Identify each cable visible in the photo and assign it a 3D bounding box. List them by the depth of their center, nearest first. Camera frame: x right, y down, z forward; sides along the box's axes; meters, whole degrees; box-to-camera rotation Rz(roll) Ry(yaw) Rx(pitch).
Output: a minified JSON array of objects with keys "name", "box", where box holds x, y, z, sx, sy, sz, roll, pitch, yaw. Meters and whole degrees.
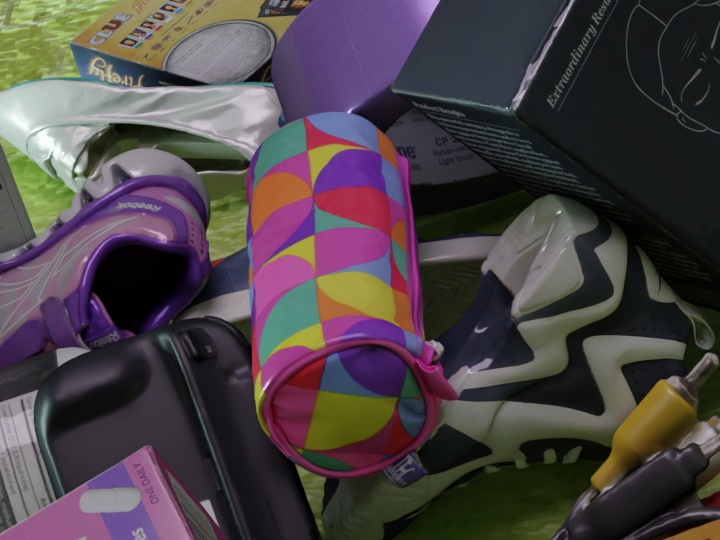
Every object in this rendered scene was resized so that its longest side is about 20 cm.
[{"name":"cable","box":[0.100,0.126,1.286,0.200,0.097,0.050,-33,-6,8]}]

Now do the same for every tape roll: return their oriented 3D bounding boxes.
[{"name":"tape roll","box":[0.059,-0.101,1.452,0.199,0.200,0.066,-19,70,-2]}]

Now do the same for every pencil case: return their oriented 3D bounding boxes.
[{"name":"pencil case","box":[-0.007,0.010,1.315,0.088,0.089,0.200,-15,36,3]}]

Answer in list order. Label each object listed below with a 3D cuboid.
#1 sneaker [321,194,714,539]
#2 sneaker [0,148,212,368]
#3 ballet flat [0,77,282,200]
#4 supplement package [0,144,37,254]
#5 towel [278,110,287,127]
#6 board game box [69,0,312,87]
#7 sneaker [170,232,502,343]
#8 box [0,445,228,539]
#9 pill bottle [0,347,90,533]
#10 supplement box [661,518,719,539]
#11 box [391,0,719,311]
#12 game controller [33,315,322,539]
[{"name":"sneaker","box":[0.081,0.072,1.335,0.199,0.129,0.080,-54,24,13]},{"name":"sneaker","box":[-0.149,0.028,1.434,0.200,0.081,0.089,-41,34,3]},{"name":"ballet flat","box":[-0.123,-0.069,1.606,0.199,0.070,0.070,1,41,21]},{"name":"supplement package","box":[-0.238,-0.034,1.485,0.117,0.201,0.117,-25,37,-10]},{"name":"towel","box":[0.056,-0.133,1.493,0.146,0.200,0.024,-9,65,-33]},{"name":"board game box","box":[-0.055,-0.162,1.713,0.135,0.035,0.200,19,50,38]},{"name":"sneaker","box":[0.000,0.000,1.452,0.199,0.075,0.085,-10,42,10]},{"name":"box","box":[-0.120,0.203,1.164,0.200,0.097,0.176,-31,53,2]},{"name":"pill bottle","box":[-0.158,0.103,1.350,0.199,0.117,0.117,-19,37,-2]},{"name":"supplement box","box":[0.169,0.140,1.217,0.199,0.069,0.067,-19,39,-6]},{"name":"box","box":[0.142,-0.088,1.325,0.107,0.200,0.149,16,74,59]},{"name":"game controller","box":[-0.071,0.121,1.275,0.104,0.042,0.201,-21,76,3]}]
